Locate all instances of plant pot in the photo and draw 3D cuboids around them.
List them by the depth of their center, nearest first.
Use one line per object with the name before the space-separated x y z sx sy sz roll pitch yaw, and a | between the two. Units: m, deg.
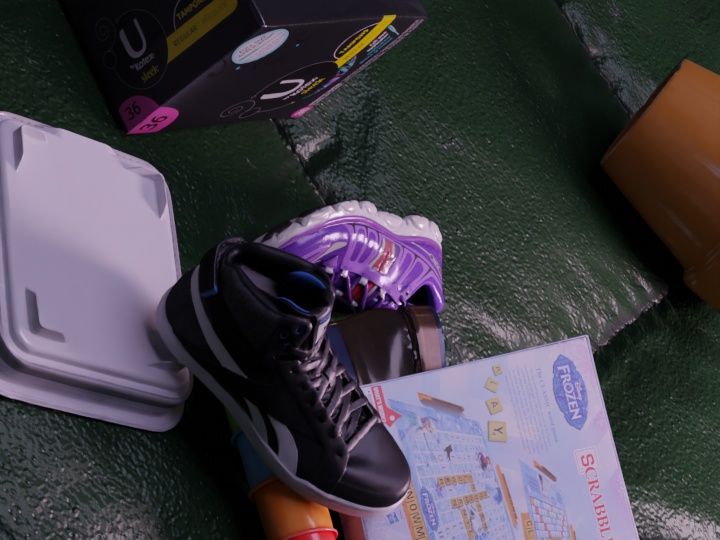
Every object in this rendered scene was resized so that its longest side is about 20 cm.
plant pot | 0.328 -0.089 1.769 0.183 0.200 0.200 38 37 1

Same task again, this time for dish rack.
dish rack | -0.174 -0.006 1.217 0.171 0.043 0.201 18 50 -41

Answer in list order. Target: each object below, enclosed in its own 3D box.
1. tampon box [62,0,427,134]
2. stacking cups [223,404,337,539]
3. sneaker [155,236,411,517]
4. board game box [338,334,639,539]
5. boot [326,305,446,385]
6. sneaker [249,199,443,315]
tampon box | -0.082 -0.192 1.375 0.200 0.150 0.127 -14 74 -53
stacking cups | -0.058 0.121 1.240 0.060 0.060 0.201 12 54 -45
sneaker | -0.030 0.065 1.180 0.200 0.112 0.073 42 49 -5
board game box | 0.085 0.160 1.294 0.199 0.041 0.201 -10 83 -23
boot | 0.011 0.123 1.340 0.097 0.075 0.201 1 71 -21
sneaker | 0.000 0.000 1.392 0.200 0.081 0.084 6 65 -48
